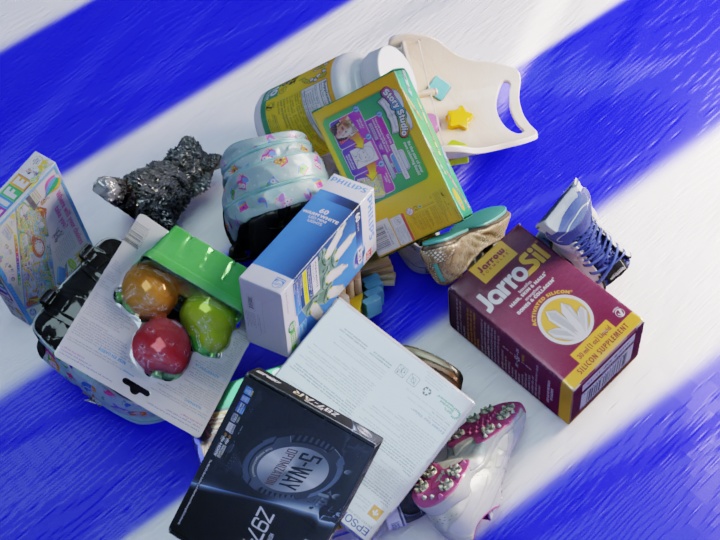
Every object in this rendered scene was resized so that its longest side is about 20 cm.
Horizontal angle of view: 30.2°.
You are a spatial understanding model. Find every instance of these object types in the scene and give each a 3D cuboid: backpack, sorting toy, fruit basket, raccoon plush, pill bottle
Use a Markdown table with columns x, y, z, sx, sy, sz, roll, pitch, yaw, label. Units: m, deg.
| x | y | z | sx | sy | sz | roll | pitch | yaw | label |
| --- | --- | --- | --- | --- | --- | --- | --- | --- | --- |
| -0.269 | 0.084 | 1.592 | 0.200 | 0.151 | 0.178 | 32 | 65 | 12 | backpack |
| 0.139 | -0.213 | 1.774 | 0.180 | 0.107 | 0.200 | -6 | 59 | -8 | sorting toy |
| -0.217 | 0.061 | 1.499 | 0.185 | 0.094 | 0.200 | 30 | 67 | -9 | fruit basket |
| -0.247 | -0.118 | 1.694 | 0.097 | 0.200 | 0.134 | 38 | 89 | 5 | raccoon plush |
| -0.031 | -0.215 | 1.724 | 0.200 | 0.113 | 0.113 | -20 | 53 | 34 | pill bottle |
| -0.107 | -0.094 | 1.649 | 0.167 | 0.200 | 0.127 | -23 | 83 | -5 | backpack |

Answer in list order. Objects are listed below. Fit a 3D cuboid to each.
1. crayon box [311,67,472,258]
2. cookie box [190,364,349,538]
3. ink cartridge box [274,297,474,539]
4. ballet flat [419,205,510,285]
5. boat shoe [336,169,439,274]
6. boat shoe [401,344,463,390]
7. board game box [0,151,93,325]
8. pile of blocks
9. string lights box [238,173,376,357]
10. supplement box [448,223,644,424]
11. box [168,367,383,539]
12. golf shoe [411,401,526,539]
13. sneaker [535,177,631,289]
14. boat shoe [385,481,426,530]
| x | y | z | sx | sy | sz | roll | pitch | yaw | label |
| --- | --- | --- | --- | --- | --- | --- | --- | --- | --- |
| 0.039 | -0.130 | 1.619 | 0.119 | 0.058 | 0.200 | -24 | 92 | 20 | crayon box |
| -0.095 | 0.219 | 1.519 | 0.171 | 0.075 | 0.200 | -18 | 76 | -7 | cookie box |
| -0.009 | 0.166 | 1.479 | 0.196 | 0.043 | 0.200 | 38 | 79 | 7 | ink cartridge box |
| 0.134 | -0.028 | 1.658 | 0.070 | 0.065 | 0.200 | -9 | 11 | 36 | ballet flat |
| 0.035 | -0.088 | 1.708 | 0.075 | 0.086 | 0.202 | -30 | 62 | -13 | boat shoe |
| 0.023 | 0.128 | 1.597 | 0.200 | 0.076 | 0.074 | 11 | 67 | 21 | boat shoe |
| -0.405 | -0.036 | 1.647 | 0.034 | 0.200 | 0.135 | 29 | 65 | 20 | board game box |
| 0.000 | 0.000 | 1.635 | 0.082 | 0.062 | 0.200 | -2 | 38 | 5 | pile of blocks |
| -0.057 | -0.009 | 1.524 | 0.059 | 0.103 | 0.200 | 21 | 49 | 23 | string lights box |
| 0.220 | 0.062 | 1.596 | 0.200 | 0.103 | 0.131 | 39 | 71 | 24 | supplement box |
| -0.091 | 0.229 | 1.420 | 0.160 | 0.044 | 0.200 | 29 | 99 | 9 | box |
| 0.135 | 0.230 | 1.531 | 0.075 | 0.092 | 0.200 | -8 | 27 | 47 | golf shoe |
| 0.276 | -0.038 | 1.611 | 0.115 | 0.199 | 0.081 | 39 | 87 | 10 | sneaker |
| 0.025 | 0.193 | 1.532 | 0.068 | 0.072 | 0.200 | -23 | 77 | -4 | boat shoe |
